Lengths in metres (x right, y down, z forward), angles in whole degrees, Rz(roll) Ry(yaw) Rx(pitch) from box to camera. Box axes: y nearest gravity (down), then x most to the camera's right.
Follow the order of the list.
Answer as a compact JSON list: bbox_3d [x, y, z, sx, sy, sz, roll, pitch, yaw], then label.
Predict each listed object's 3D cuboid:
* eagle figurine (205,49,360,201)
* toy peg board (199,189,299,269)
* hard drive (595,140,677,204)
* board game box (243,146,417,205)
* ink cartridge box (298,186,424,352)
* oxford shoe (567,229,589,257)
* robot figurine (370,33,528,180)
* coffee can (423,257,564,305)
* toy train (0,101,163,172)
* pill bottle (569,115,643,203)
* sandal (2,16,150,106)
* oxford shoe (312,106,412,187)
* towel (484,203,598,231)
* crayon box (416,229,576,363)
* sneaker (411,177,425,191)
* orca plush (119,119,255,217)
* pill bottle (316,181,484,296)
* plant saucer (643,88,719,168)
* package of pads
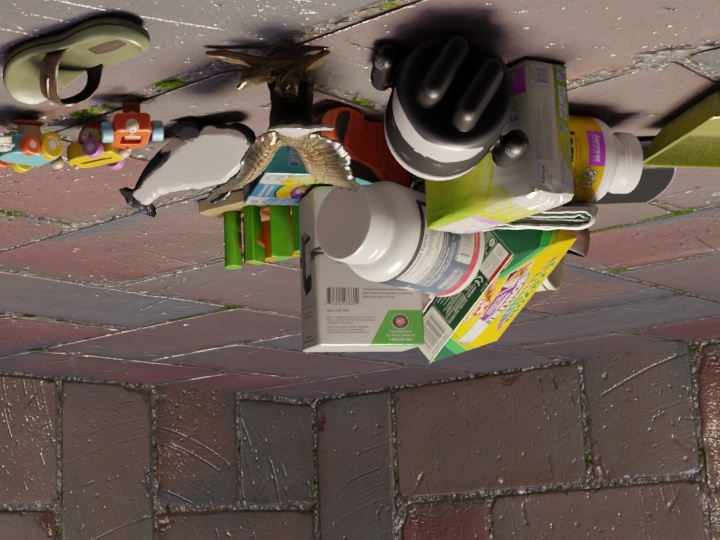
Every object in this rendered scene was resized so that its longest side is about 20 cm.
[{"bbox_3d":[-0.078,-0.140,1.509,0.150,0.202,0.151,26,-136,23],"label":"eagle figurine"},{"bbox_3d":[-0.094,-0.053,2.044,0.198,0.099,0.198,-10,166,35],"label":"toy peg board"},{"bbox_3d":[0.354,-0.128,1.913,0.133,0.043,0.200,-3,168,-2],"label":"hard drive"},{"bbox_3d":[-0.042,-0.123,1.842,0.197,0.048,0.151,1,168,-15],"label":"board game box"},{"bbox_3d":[0.000,0.000,1.833,0.144,0.203,0.084,1,171,-17],"label":"ink cartridge box"},{"bbox_3d":[0.250,-0.046,2.176,0.197,0.074,0.071,-4,169,8],"label":"oxford shoe"},{"bbox_3d":[0.090,-0.169,1.470,0.123,0.152,0.200,-18,170,-10],"label":"robot figurine"},{"bbox_3d":[0.183,-0.032,2.081,0.197,0.149,0.146,-7,168,22],"label":"coffee can"},{"bbox_3d":[-0.323,-0.157,1.610,0.197,0.056,0.150,-4,168,-11],"label":"toy train"},{"bbox_3d":[0.235,-0.134,1.706,0.197,0.106,0.104,2,168,-22],"label":"pill bottle"},{"bbox_3d":[-0.286,-0.196,1.407,0.199,0.058,0.079,-14,164,43],"label":"sandal"},{"bbox_3d":[-0.004,-0.145,1.714,0.072,0.072,0.199,-3,161,34],"label":"oxford shoe"},{"bbox_3d":[0.217,-0.067,1.747,0.147,0.031,0.200,2,-175,10],"label":"towel"},{"bbox_3d":[0.174,0.021,1.883,0.172,0.058,0.201,-12,144,-52],"label":"crayon box"},{"bbox_3d":[0.146,-0.125,1.861,0.079,0.077,0.199,-14,-178,-39],"label":"sneaker"},{"bbox_3d":[-0.194,-0.128,1.719,0.200,0.105,0.071,-41,-173,34],"label":"orca plush"},{"bbox_3d":[0.045,-0.041,1.706,0.119,0.121,0.199,-13,162,41],"label":"pill bottle"},{"bbox_3d":[0.462,-0.172,1.715,0.197,0.049,0.200,1,168,-15],"label":"plant saucer"},{"bbox_3d":[0.148,-0.129,1.584,0.067,0.157,0.199,5,166,-34],"label":"package of pads"}]
